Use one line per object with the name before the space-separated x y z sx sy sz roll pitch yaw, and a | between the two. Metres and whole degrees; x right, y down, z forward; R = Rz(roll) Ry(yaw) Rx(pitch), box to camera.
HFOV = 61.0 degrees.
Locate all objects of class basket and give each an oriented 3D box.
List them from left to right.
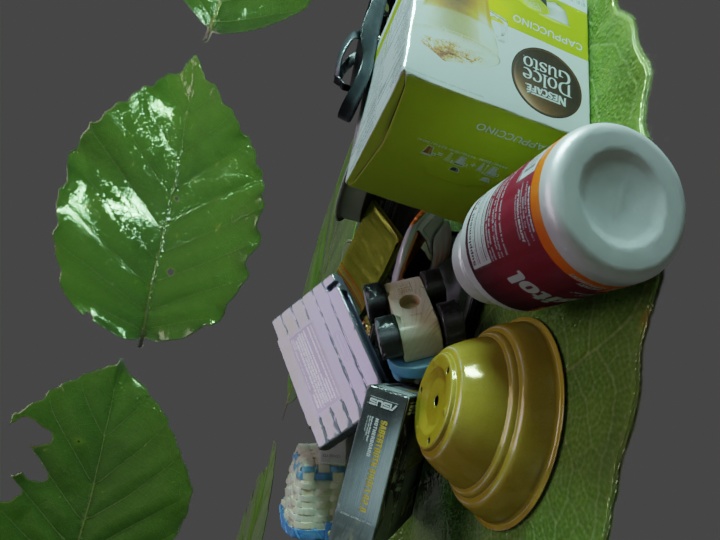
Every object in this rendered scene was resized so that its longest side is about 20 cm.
basket | -0.052 0.372 0.914 0.176 0.136 0.205 -170 87 -80

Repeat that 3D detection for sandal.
sandal | -0.007 -0.265 0.756 0.076 0.042 0.203 123 161 -58
sandal | 0.101 -0.047 0.836 0.207 0.058 0.080 -54 -16 -49

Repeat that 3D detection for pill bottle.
pill bottle | 0.151 -0.028 0.498 0.200 0.111 0.115 141 144 -73

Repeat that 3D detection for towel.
towel | 0.000 0.000 0.897 0.087 0.018 0.202 53 136 27

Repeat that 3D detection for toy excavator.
toy excavator | 0.063 0.091 0.782 0.196 0.098 0.203 -108 7 -54

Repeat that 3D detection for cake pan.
cake pan | 0.022 -0.157 0.893 0.203 0.036 0.201 -63 -6 -12

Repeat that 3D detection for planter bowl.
planter bowl | 0.105 0.133 0.586 0.200 0.082 0.204 -164 90 -80

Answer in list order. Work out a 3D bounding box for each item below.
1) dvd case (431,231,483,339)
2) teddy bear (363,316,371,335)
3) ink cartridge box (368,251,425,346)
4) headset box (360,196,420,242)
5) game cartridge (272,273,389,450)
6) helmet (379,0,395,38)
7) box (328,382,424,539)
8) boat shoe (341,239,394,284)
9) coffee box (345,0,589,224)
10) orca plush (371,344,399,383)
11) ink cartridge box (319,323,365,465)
dvd case | 0.123 0.019 0.814 0.200 0.017 0.146 -155 79 -79
teddy bear | 0.015 0.035 1.211 0.146 0.065 0.203 -98 25 -58
ink cartridge box | 0.055 0.066 1.024 0.094 0.043 0.204 154 131 -73
headset box | 0.073 -0.114 0.942 0.200 0.074 0.151 -49 -20 -67
game cartridge | -0.041 0.122 0.829 0.129 0.038 0.202 -39 59 23
helmet | 0.117 -0.388 0.954 0.200 0.190 0.201 -45 -15 -16
box | 0.036 0.210 0.687 0.200 0.047 0.162 30 -107 -71
boat shoe | 0.027 0.010 0.968 0.200 0.067 0.076 -130 50 -56
coffee box | 0.114 -0.195 0.679 0.200 0.196 0.201 127 156 -61
orca plush | 0.035 0.202 0.820 0.071 0.104 0.204 -15 65 55
ink cartridge box | -0.025 0.178 0.938 0.200 0.044 0.180 -4 -84 -84
